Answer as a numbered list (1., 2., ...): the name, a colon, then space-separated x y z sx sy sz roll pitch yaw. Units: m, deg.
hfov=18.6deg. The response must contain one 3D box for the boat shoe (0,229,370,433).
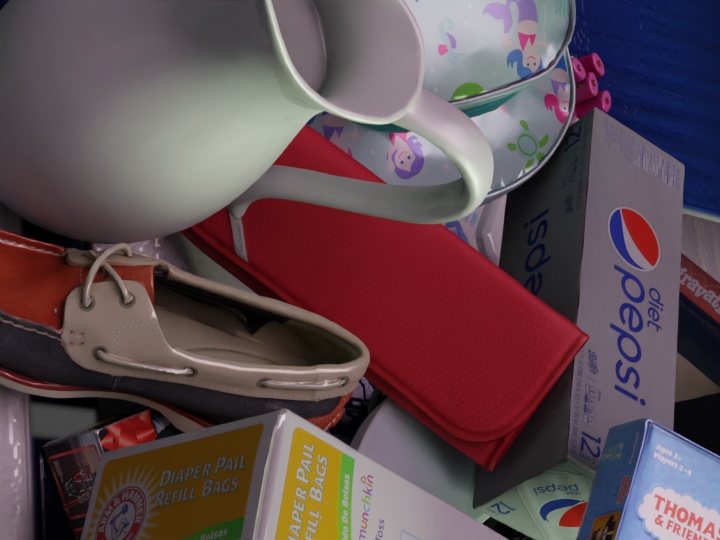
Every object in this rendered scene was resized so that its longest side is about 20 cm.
1. boat shoe: -0.093 0.021 0.908 0.199 0.063 0.071 23 43 -20

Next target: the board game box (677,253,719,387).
1. board game box: 0.214 0.063 1.080 0.019 0.200 0.103 -44 148 -7

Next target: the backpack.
1. backpack: 0.013 -0.120 1.046 0.177 0.150 0.201 -15 96 -27

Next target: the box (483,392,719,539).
1. box: 0.166 0.174 1.073 0.197 0.199 0.118 50 45 -24

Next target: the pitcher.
1. pitcher: -0.057 -0.065 0.909 0.172 0.199 0.122 49 46 -25

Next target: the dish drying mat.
1. dish drying mat: 0.000 0.000 0.975 0.200 0.077 0.018 37 10 11

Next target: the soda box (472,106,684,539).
1. soda box: 0.104 0.027 1.025 0.063 0.068 0.201 28 49 -25

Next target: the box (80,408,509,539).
1. box: -0.011 0.148 0.890 0.200 0.112 0.102 34 54 -38

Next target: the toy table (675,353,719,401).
1. toy table: 0.226 0.121 1.201 0.184 0.117 0.201 21 69 -54

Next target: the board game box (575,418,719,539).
1. board game box: 0.142 0.183 0.894 0.151 0.037 0.201 28 69 -18

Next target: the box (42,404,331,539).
1. box: -0.049 0.148 0.966 0.137 0.040 0.201 -21 93 -48

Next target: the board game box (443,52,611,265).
1. board game box: 0.092 -0.018 1.192 0.199 0.026 0.201 -10 84 -49

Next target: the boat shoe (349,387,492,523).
1. boat shoe: 0.036 0.073 1.037 0.074 0.068 0.200 48 43 -10
